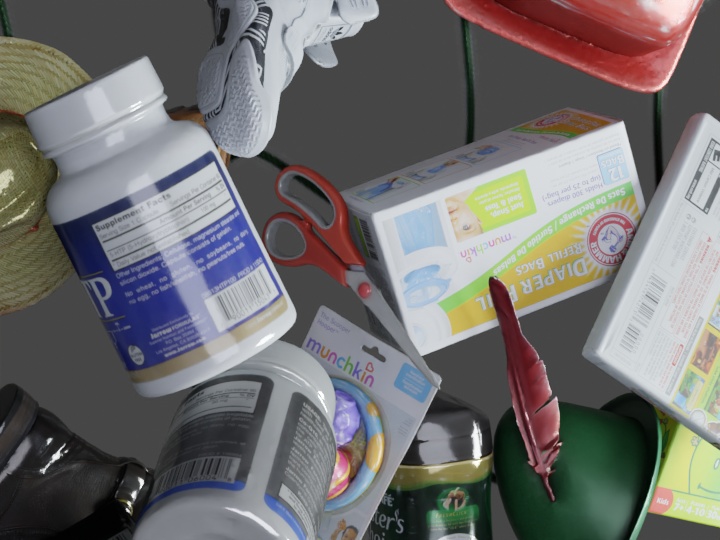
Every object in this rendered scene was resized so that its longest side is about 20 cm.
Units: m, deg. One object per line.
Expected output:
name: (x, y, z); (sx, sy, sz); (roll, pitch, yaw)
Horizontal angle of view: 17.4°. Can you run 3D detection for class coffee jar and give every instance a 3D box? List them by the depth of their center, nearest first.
coffee jar: (0.050, 0.187, 1.697); (0.085, 0.104, 0.201); (-5, 100, -18)

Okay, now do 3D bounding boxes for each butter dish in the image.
butter dish: (0.186, -0.240, 1.646); (0.199, 0.148, 0.201); (21, 93, -19)

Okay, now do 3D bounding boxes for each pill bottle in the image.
pill bottle: (-0.076, 0.136, 1.521); (0.113, 0.200, 0.114); (4, 121, 7)
pill bottle: (-0.135, -0.031, 1.528); (0.119, 0.120, 0.201); (-27, 98, -12)

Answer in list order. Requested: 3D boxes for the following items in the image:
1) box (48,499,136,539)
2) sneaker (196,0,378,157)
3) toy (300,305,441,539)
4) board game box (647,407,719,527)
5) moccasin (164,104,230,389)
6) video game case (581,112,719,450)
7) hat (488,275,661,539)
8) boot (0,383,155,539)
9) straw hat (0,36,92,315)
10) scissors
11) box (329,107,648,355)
box: (-0.166, 0.284, 1.566); (0.148, 0.124, 0.201); (-30, 104, -9)
sneaker: (-0.047, -0.155, 1.585); (0.114, 0.075, 0.201); (14, 51, -27)
toy: (-0.038, 0.137, 1.647); (0.047, 0.115, 0.201); (10, 108, -59)
board game box: (0.275, 0.088, 1.744); (0.101, 0.048, 0.201); (14, 100, -25)
moccasin: (-0.103, -0.014, 1.632); (0.077, 0.074, 0.202); (-3, 91, 0)
video game case: (0.266, 0.019, 1.670); (0.182, 0.023, 0.201); (34, 71, -21)
hat: (0.102, 0.127, 1.674); (0.175, 0.166, 0.201); (24, 84, -18)
boot: (-0.221, 0.191, 1.632); (0.174, 0.069, 0.200); (37, 92, -25)
straw hat: (-0.246, -0.059, 1.570); (0.200, 0.085, 0.202); (-3, 100, -18)
scissors: (0.000, 0.000, 1.618); (0.014, 0.200, 0.073); (5, 117, -51)
box: (0.097, -0.030, 1.676); (0.199, 0.101, 0.113); (-21, 105, -13)
